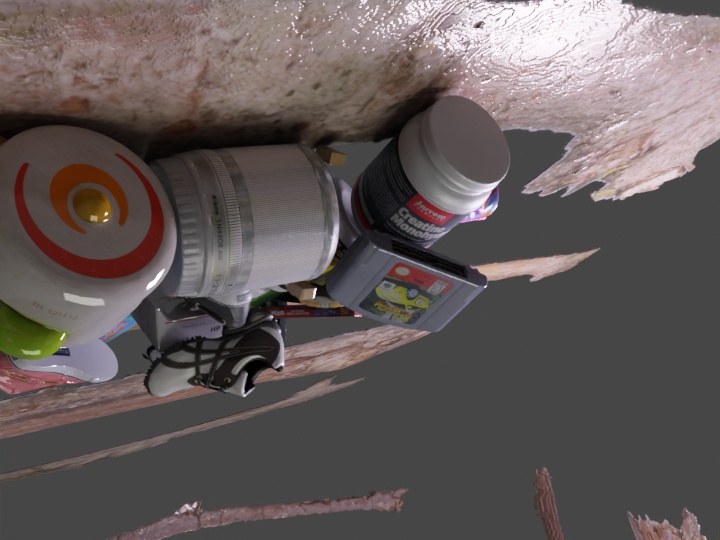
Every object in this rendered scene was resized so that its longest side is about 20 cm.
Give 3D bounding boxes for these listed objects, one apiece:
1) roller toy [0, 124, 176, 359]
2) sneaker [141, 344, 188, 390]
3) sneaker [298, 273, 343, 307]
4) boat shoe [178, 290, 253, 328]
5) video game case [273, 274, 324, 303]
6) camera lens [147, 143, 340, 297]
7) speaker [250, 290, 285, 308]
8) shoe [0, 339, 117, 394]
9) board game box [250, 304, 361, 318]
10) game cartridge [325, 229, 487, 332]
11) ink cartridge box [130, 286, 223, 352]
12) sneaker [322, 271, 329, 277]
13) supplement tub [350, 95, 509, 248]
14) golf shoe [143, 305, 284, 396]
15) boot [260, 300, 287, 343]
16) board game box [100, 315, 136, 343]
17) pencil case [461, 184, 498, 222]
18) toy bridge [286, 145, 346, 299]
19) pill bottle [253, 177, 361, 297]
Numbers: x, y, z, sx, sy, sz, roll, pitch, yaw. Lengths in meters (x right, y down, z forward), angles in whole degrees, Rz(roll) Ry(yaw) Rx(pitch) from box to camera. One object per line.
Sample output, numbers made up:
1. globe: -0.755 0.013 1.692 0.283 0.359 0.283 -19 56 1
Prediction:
1. roller toy: -0.275 -0.036 0.668 0.139 0.203 0.181 -32 170 41
2. sneaker: -0.297 0.090 1.230 0.077 0.140 0.202 -8 -137 55
3. sneaker: 0.000 0.000 1.042 0.195 0.090 0.076 -10 -168 4
4. boat shoe: -0.212 0.011 0.895 0.070 0.198 0.067 -29 137 -49
5. video game case: -0.086 0.032 1.260 0.178 0.026 0.198 -6 -173 -41
6. camera lens: -0.133 -0.059 0.807 0.197 0.163 0.160 -10 162 -32
7. speaker: -0.187 0.021 1.149 0.197 0.090 0.088 -24 164 11
8. shoe: -0.466 0.142 1.064 0.090 0.073 0.199 -24 159 19
9. board game box: -0.069 0.063 1.120 0.196 0.020 0.102 -3 177 29
10. game cartridge: 0.059 0.022 0.965 0.197 0.042 0.133 19 138 -25
11. ink cartridge box: -0.246 0.048 0.975 0.114 0.199 0.068 -9 116 -33
12. sneaker: 0.002 -0.006 1.150 0.070 0.082 0.199 -1 -163 -36
13. supplement tub: 0.086 -0.117 0.925 0.138 0.143 0.200 -9 161 -34
14. golf shoe: -0.189 0.129 0.916 0.197 0.096 0.078 -28 156 7
15. boot: -0.233 0.115 1.408 0.165 0.077 0.201 -19 158 -19
16. board game box: -0.458 0.084 1.088 0.151 0.046 0.199 -29 162 26
17. pencil case: 0.123 -0.107 1.116 0.196 0.090 0.088 -14 163 -26
18. toy bridge: -0.069 -0.062 0.916 0.027 0.067 0.204 -3 114 -42
19. pill bottle: -0.091 -0.039 1.012 0.197 0.114 0.112 -27 163 21
